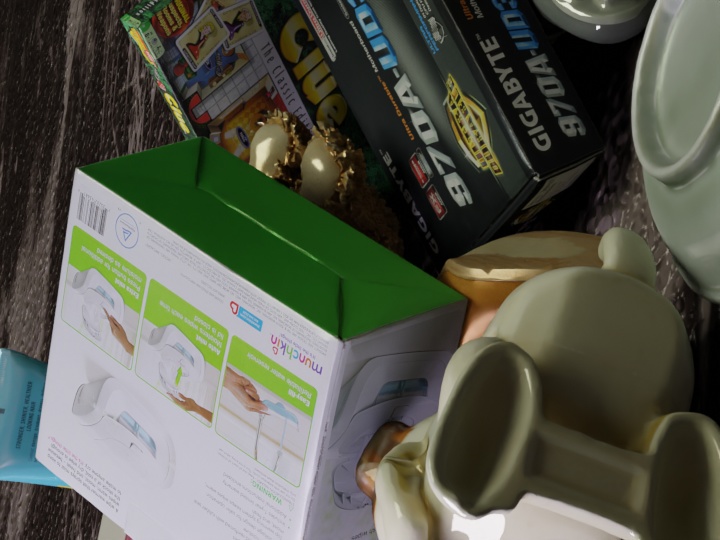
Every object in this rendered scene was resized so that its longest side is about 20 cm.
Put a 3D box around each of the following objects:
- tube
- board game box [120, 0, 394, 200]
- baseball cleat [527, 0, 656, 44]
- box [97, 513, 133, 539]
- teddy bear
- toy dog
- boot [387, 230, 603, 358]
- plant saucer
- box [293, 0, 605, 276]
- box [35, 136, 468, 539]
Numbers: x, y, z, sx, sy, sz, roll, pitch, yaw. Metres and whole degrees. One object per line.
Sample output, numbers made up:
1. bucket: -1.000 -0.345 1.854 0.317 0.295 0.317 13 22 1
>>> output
1. tube: -0.125 0.105 1.687 0.050 0.199 0.078 141 140 -62
2. board game box: -0.051 -0.093 1.591 0.105 0.201 0.023 -43 40 -20
3. baseball cleat: 0.105 -0.148 1.466 0.200 0.069 0.107 -117 15 -53
4. box: -0.081 0.188 1.614 0.109 0.127 0.201 177 105 -70
5. teddy bear: 0.000 0.000 1.550 0.145 0.067 0.201 -9 112 60
6. toy dog: 0.065 0.088 1.289 0.200 0.139 0.195 128 150 -58
7. boot: 0.063 0.059 1.432 0.200 0.071 0.145 -4 102 41
8. plant saucer: 0.162 -0.087 1.244 0.200 0.050 0.201 -168 90 -73
9. box: 0.038 -0.112 1.472 0.201 0.046 0.159 63 157 10
10. box: -0.062 0.058 1.436 0.200 0.096 0.177 31 123 36
